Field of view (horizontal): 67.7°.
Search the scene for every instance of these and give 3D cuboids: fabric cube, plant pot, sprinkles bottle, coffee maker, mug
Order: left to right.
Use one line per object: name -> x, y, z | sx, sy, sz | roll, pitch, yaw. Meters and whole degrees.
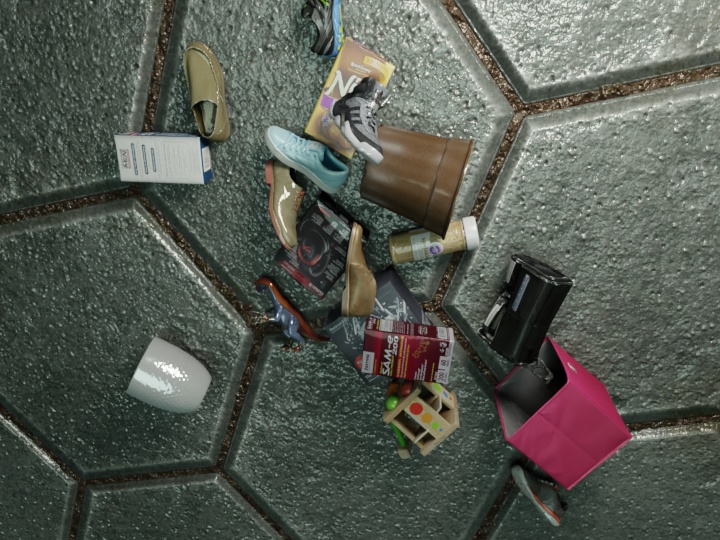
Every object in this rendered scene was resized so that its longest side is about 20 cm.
mug -> -0.480, 0.285, 1.363 | 0.171, 0.151, 0.200 | 28, 142, -12
plant pot -> 0.109, -0.191, 1.081 | 0.192, 0.201, 0.207 | 18, 113, 6
sprinkles bottle -> 0.161, -0.065, 1.182 | 0.192, 0.069, 0.071 | -12, 110, 11
coffee maker -> 0.374, 0.093, 1.164 | 0.188, 0.134, 0.206 | 29, 114, 22
fabric cube -> 0.451, 0.320, 1.226 | 0.197, 0.197, 0.201 | 37, 110, -8

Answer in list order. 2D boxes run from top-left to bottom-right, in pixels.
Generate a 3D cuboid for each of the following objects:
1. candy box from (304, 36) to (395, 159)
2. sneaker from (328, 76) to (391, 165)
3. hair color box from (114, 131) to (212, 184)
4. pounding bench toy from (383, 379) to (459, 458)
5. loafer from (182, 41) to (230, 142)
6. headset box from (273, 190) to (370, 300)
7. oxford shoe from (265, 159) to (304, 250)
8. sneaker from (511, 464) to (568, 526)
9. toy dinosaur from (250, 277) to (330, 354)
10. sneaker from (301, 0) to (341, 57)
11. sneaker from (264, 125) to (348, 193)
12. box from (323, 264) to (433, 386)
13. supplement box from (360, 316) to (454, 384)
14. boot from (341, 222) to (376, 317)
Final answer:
candy box -> -0.022, -0.351, 1.102 | 0.114, 0.057, 0.204 | 27, 110, -4
sneaker -> 0.014, -0.288, 0.998 | 0.114, 0.202, 0.075 | -44, 136, 15
hair color box -> -0.431, -0.249, 1.185 | 0.192, 0.061, 0.104 | 3, 111, 5
pounding bench toy -> 0.118, 0.353, 1.315 | 0.155, 0.125, 0.201 | 39, 110, -9
loafer -> -0.322, -0.369, 1.122 | 0.073, 0.068, 0.207 | -10, 110, 10
headset box -> -0.093, -0.048, 1.214 | 0.147, 0.075, 0.201 | 37, 110, -8
oxford shoe -> -0.154, -0.148, 1.147 | 0.072, 0.070, 0.208 | -13, 80, 12
sneaker -> 0.469, 0.566, 1.398 | 0.082, 0.077, 0.202 | -41, 104, -9
toy dinosaur -> -0.187, 0.102, 1.304 | 0.194, 0.104, 0.189 | -13, 99, -29
sneaker -> -0.077, -0.521, 1.034 | 0.079, 0.071, 0.207 | -2, 114, 1
sneaker -> -0.107, -0.251, 1.129 | 0.196, 0.076, 0.082 | 32, 139, -17
box -> 0.045, 0.130, 1.250 | 0.197, 0.105, 0.184 | -35, 103, 17
supplement box -> 0.101, 0.175, 1.173 | 0.192, 0.061, 0.113 | 7, 113, 4
boot -> 0.000, 0.000, 1.140 | 0.072, 0.074, 0.208 | 4, 108, 3
